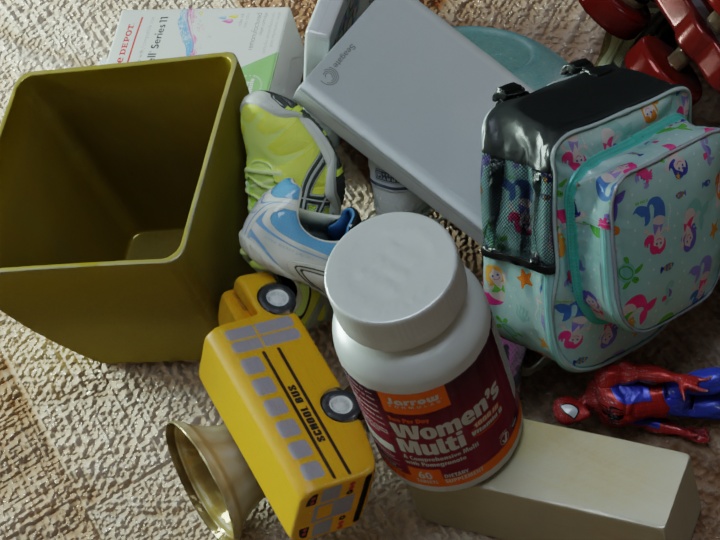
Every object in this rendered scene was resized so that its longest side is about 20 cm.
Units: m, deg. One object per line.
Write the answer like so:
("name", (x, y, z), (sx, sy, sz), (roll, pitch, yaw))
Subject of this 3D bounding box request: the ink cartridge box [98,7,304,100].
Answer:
("ink cartridge box", (-0.157, -0.164, 1.906), (0.199, 0.067, 0.118), (0, 55, 17))

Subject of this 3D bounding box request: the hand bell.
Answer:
("hand bell", (-0.036, 0.117, 1.664), (0.199, 0.105, 0.104), (-27, 50, -19))

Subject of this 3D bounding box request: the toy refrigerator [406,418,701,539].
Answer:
("toy refrigerator", (0.138, 0.154, 1.577), (0.199, 0.076, 0.070), (11, 58, 24))

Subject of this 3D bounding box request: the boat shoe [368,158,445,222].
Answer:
("boat shoe", (0.054, -0.082, 1.780), (0.074, 0.087, 0.202), (6, 26, 12))

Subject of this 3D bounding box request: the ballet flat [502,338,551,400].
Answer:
("ballet flat", (0.146, 0.018, 1.690), (0.071, 0.069, 0.201), (27, 69, 11))

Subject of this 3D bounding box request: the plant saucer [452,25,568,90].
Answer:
("plant saucer", (0.090, -0.162, 1.792), (0.199, 0.039, 0.201), (1, 27, 0))

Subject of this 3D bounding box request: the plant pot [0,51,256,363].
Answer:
("plant pot", (-0.173, -0.031, 1.735), (0.199, 0.177, 0.201), (-3, 52, 23))

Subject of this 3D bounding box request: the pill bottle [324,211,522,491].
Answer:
("pill bottle", (0.042, 0.057, 1.502), (0.109, 0.200, 0.110), (-8, 52, 11))

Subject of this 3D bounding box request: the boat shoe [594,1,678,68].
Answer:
("boat shoe", (0.225, -0.147, 1.777), (0.066, 0.072, 0.202), (0, 50, 22))

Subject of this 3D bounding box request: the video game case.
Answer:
("video game case", (-0.011, -0.199, 1.806), (0.024, 0.200, 0.183), (15, 58, 7))

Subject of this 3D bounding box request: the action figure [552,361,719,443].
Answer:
("action figure", (0.239, 0.092, 1.600), (0.198, 0.066, 0.052), (-6, 44, 11))

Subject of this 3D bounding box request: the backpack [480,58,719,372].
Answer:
("backpack", (0.173, -0.030, 1.577), (0.177, 0.201, 0.150), (-24, 38, -39))

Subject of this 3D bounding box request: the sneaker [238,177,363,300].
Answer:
("sneaker", (0.000, 0.000, 1.663), (0.073, 0.199, 0.072), (-50, 31, 15))

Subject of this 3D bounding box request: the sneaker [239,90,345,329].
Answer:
("sneaker", (-0.056, -0.041, 1.695), (0.075, 0.201, 0.076), (8, 33, 43))

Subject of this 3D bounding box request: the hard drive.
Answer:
("hard drive", (0.065, -0.117, 1.687), (0.200, 0.027, 0.132), (38, 61, 3))

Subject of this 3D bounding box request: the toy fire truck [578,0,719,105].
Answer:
("toy fire truck", (0.277, -0.205, 1.746), (0.112, 0.167, 0.201), (-46, 56, 27))

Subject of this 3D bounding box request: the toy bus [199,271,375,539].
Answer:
("toy bus", (-0.057, 0.095, 1.593), (0.078, 0.065, 0.200), (-15, 53, -25))
